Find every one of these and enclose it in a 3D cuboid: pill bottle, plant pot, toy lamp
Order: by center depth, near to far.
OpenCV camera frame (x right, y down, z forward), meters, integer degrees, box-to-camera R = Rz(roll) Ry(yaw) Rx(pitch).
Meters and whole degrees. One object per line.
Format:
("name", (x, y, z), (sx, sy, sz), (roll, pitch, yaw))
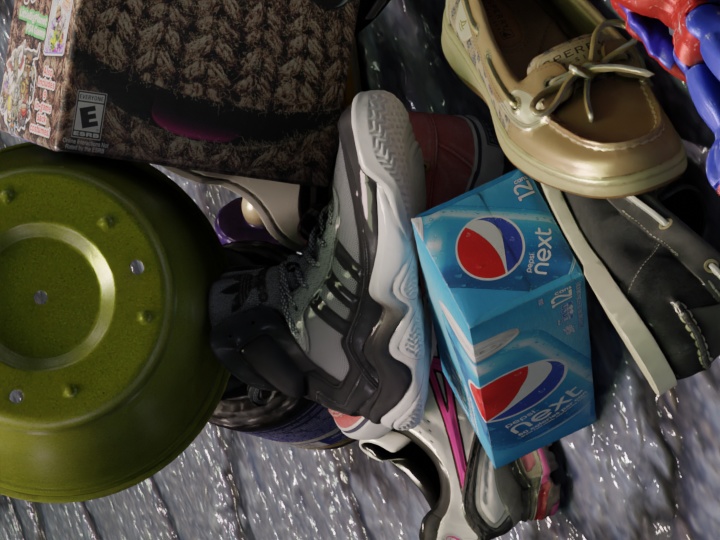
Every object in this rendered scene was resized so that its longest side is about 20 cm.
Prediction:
("plant pot", (-0.160, 0.021, 1.401), (0.193, 0.199, 0.201), (136, 116, -84))
("pill bottle", (-0.053, 0.043, 1.604), (0.112, 0.112, 0.200), (66, -167, 16))
("toy lamp", (-0.064, -0.072, 1.654), (0.058, 0.058, 0.201), (52, 153, 43))

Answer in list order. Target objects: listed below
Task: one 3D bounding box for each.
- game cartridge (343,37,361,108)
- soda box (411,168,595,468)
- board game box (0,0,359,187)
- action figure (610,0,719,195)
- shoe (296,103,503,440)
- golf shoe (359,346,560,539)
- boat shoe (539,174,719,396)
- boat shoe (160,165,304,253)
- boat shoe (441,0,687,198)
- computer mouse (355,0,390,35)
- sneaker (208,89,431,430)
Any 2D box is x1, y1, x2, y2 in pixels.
("game cartridge", (-0.056, -0.154, 1.686), (0.200, 0.032, 0.177), (38, 142, 54))
("soda box", (0.075, 0.028, 1.371), (0.200, 0.064, 0.068), (74, 170, -66))
("board game box", (-0.088, -0.156, 1.412), (0.097, 0.159, 0.201), (20, 102, 62))
("action figure", (0.153, -0.093, 1.163), (0.066, 0.051, 0.200), (106, 146, -49))
("shoe", (0.000, 0.000, 1.474), (0.072, 0.091, 0.201), (56, 130, 51))
("golf shoe", (0.035, 0.065, 1.547), (0.073, 0.092, 0.200), (97, 150, -55))
("boat shoe", (0.132, -0.019, 1.275), (0.072, 0.067, 0.200), (52, -172, -34))
("boat shoe", (-0.054, -0.068, 1.586), (0.074, 0.200, 0.060), (-42, 41, 28))
("boat shoe", (0.089, -0.100, 1.288), (0.200, 0.073, 0.063), (48, 152, 50))
("computer mouse", (-0.012, -0.184, 1.503), (0.200, 0.046, 0.141), (-61, 36, 42))
("sneaker", (-0.024, -0.001, 1.380), (0.076, 0.113, 0.201), (-81, -11, -53))
